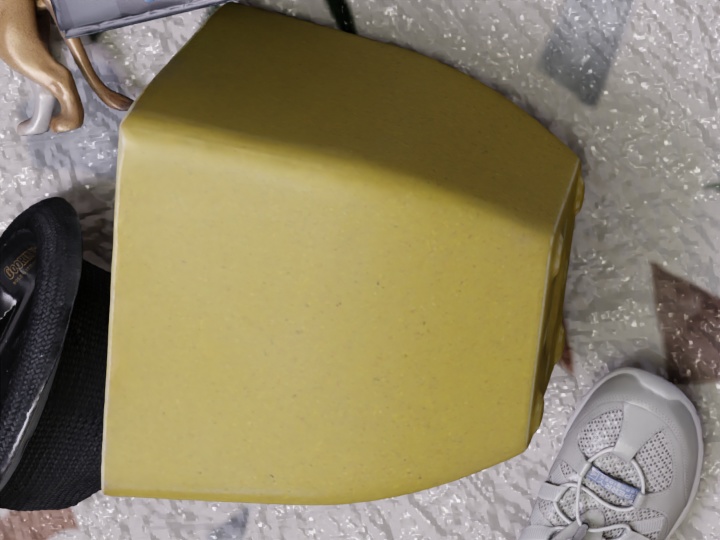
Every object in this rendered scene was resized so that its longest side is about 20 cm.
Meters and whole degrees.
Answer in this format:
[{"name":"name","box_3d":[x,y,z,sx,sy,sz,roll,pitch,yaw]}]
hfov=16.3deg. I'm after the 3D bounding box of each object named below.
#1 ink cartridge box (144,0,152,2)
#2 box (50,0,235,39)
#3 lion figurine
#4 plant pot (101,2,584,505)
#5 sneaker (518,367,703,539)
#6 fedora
[{"name":"ink cartridge box","box_3d":[-0.036,-0.228,1.145,0.200,0.084,0.146,-22,104,-7]},{"name":"box","box_3d":[-0.101,-0.227,1.238,0.159,0.046,0.200,-9,107,23]},{"name":"lion figurine","box_3d":[-0.220,-0.125,1.319,0.200,0.072,0.123,-7,95,8]},{"name":"plant pot","box_3d":[0.000,0.000,1.216,0.200,0.196,0.194,9,114,9]},{"name":"sneaker","box_3d":[0.117,0.143,1.285,0.075,0.082,0.200,24,117,10]},{"name":"fedora","box_3d":[-0.163,0.065,1.335,0.092,0.201,0.201,19,120,-22]}]
